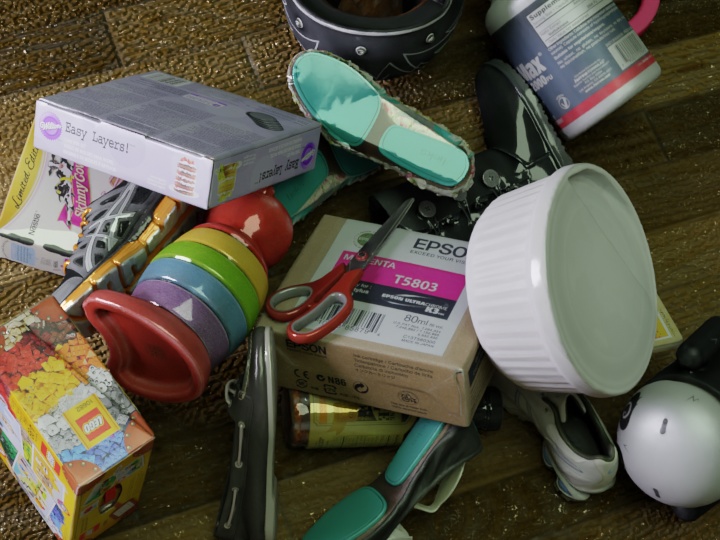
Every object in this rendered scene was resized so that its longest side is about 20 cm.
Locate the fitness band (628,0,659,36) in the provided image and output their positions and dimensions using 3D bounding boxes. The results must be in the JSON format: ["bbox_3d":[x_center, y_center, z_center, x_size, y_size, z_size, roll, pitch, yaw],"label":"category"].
[{"bbox_3d":[0.226,-0.315,1.910,0.143,0.037,0.201,-26,74,-20],"label":"fitness band"}]

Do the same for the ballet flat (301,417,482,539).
[{"bbox_3d":[0.034,0.206,1.624,0.200,0.068,0.068,-45,115,1],"label":"ballet flat"}]

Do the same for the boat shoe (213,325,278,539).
[{"bbox_3d":[-0.100,0.146,1.591,0.057,0.067,0.202,1,106,0],"label":"boat shoe"}]

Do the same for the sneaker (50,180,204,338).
[{"bbox_3d":[-0.220,-0.021,1.620,0.077,0.078,0.200,32,65,17],"label":"sneaker"}]

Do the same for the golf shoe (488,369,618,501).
[{"bbox_3d":[0.175,0.111,1.688,0.078,0.097,0.200,-33,75,-20],"label":"golf shoe"}]

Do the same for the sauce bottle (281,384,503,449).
[{"bbox_3d":[0.029,0.127,1.670,0.198,0.066,0.066,-3,68,-13],"label":"sauce bottle"}]

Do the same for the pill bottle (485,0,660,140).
[{"bbox_3d":[0.192,-0.240,1.805,0.119,0.120,0.201,-36,91,-22],"label":"pill bottle"}]

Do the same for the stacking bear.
[{"bbox_3d":[-0.131,0.007,1.603,0.113,0.122,0.200,15,51,27],"label":"stacking bear"}]

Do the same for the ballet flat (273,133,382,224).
[{"bbox_3d":[-0.044,-0.100,1.746,0.200,0.064,0.076,-33,107,-38],"label":"ballet flat"}]

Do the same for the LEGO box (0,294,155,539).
[{"bbox_3d":[-0.250,0.132,1.538,0.077,0.200,0.149,-33,76,-22],"label":"LEGO box"}]

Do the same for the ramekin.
[{"bbox_3d":[0.171,0.013,1.588,0.202,0.094,0.204,18,67,-51],"label":"ramekin"}]

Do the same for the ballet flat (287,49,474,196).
[{"bbox_3d":[0.016,-0.130,1.704,0.199,0.064,0.076,36,87,0],"label":"ballet flat"}]

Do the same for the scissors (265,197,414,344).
[{"bbox_3d":[0.000,0.000,1.625,0.200,0.014,0.073,-35,44,-29],"label":"scissors"}]

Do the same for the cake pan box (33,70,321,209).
[{"bbox_3d":[-0.164,-0.122,1.634,0.199,0.053,0.184,19,20,22],"label":"cake pan box"}]

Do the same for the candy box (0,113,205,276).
[{"bbox_3d":[-0.223,-0.055,1.698,0.199,0.061,0.137,16,66,-4],"label":"candy box"}]

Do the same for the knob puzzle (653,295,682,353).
[{"bbox_3d":[0.176,0.019,1.717,0.218,0.031,0.220,1,43,-1],"label":"knob puzzle"}]

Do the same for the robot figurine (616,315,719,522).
[{"bbox_3d":[0.315,0.134,1.674,0.200,0.125,0.151,-29,85,-46],"label":"robot figurine"}]

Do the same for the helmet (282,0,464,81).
[{"bbox_3d":[0.013,-0.280,1.767,0.198,0.200,0.192,4,103,-10],"label":"helmet"}]

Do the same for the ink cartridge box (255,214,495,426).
[{"bbox_3d":[0.029,0.041,1.640,0.199,0.075,0.165,10,44,19],"label":"ink cartridge box"}]

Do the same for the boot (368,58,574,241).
[{"bbox_3d":[0.092,-0.099,1.783,0.199,0.066,0.165,-28,73,-16],"label":"boot"}]
